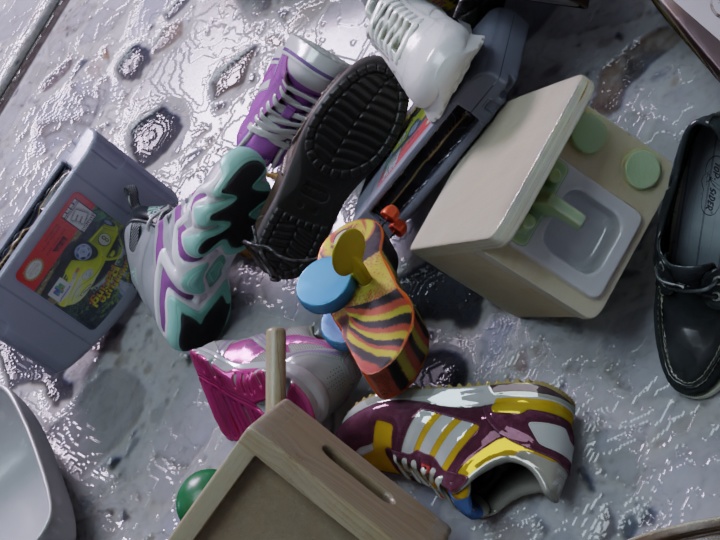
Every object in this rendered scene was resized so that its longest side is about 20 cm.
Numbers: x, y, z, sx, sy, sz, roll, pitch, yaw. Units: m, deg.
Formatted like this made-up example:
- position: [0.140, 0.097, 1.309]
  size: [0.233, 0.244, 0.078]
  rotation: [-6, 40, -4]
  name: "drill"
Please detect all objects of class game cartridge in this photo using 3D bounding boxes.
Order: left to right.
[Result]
- position: [-0.256, -0.012, 1.487]
  size: [0.041, 0.133, 0.201]
  rotation: [29, 83, 44]
  name: "game cartridge"
- position: [0.061, -0.114, 1.311]
  size: [0.200, 0.041, 0.133]
  rotation: [-50, 9, 33]
  name: "game cartridge"

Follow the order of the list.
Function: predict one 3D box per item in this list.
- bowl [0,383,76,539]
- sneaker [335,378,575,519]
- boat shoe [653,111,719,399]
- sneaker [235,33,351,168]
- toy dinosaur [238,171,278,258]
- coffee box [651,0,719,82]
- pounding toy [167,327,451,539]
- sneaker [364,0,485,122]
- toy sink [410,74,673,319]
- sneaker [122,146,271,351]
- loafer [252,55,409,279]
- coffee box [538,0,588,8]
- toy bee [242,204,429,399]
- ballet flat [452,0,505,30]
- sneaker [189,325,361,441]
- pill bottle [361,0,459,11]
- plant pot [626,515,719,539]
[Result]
- position: [-0.336, 0.226, 1.457]
  size: [0.200, 0.075, 0.200]
  rotation: [-42, 47, 9]
  name: "bowl"
- position: [0.061, 0.137, 1.201]
  size: [0.199, 0.075, 0.091]
  rotation: [-13, 51, 33]
  name: "sneaker"
- position: [0.233, -0.012, 1.126]
  size: [0.074, 0.066, 0.201]
  rotation: [16, 96, 34]
  name: "boat shoe"
- position: [-0.059, -0.138, 1.430]
  size: [0.115, 0.072, 0.200]
  rotation: [-62, 8, -3]
  name: "sneaker"
- position: [-0.084, -0.033, 1.444]
  size: [0.199, 0.060, 0.107]
  rotation: [12, 101, 45]
  name: "toy dinosaur"
- position: [0.275, -0.189, 1.208]
  size: [0.080, 0.113, 0.201]
  rotation: [-39, 46, 11]
  name: "coffee box"
- position: [-0.052, 0.179, 1.175]
  size: [0.200, 0.142, 0.185]
  rotation: [38, 103, 6]
  name: "pounding toy"
- position: [0.042, -0.172, 1.255]
  size: [0.077, 0.080, 0.200]
  rotation: [-53, 12, 9]
  name: "sneaker"
- position: [0.137, -0.045, 1.174]
  size: [0.131, 0.112, 0.200]
  rotation: [-61, 12, -10]
  name: "toy sink"
- position: [-0.158, -0.045, 1.422]
  size: [0.140, 0.077, 0.201]
  rotation: [43, 122, 33]
  name: "sneaker"
- position: [-0.034, -0.092, 1.352]
  size: [0.201, 0.073, 0.071]
  rotation: [-56, 21, 7]
  name: "loafer"
- position: [0.083, -0.276, 1.275]
  size: [0.198, 0.080, 0.114]
  rotation: [13, 95, 23]
  name: "coffee box"
- position: [0.000, 0.000, 1.247]
  size: [0.108, 0.131, 0.200]
  rotation: [-39, 68, -6]
  name: "toy bee"
- position: [0.089, -0.222, 1.373]
  size: [0.057, 0.066, 0.201]
  rotation: [28, 111, 10]
  name: "ballet flat"
- position: [-0.066, 0.089, 1.335]
  size: [0.088, 0.082, 0.199]
  rotation: [-29, 20, -30]
  name: "sneaker"
- position: [0.089, -0.294, 1.422]
  size: [0.199, 0.104, 0.105]
  rotation: [-29, 49, 21]
  name: "pill bottle"
- position: [0.227, 0.261, 0.928]
  size: [0.199, 0.200, 0.200]
  rotation: [-21, 61, 27]
  name: "plant pot"
